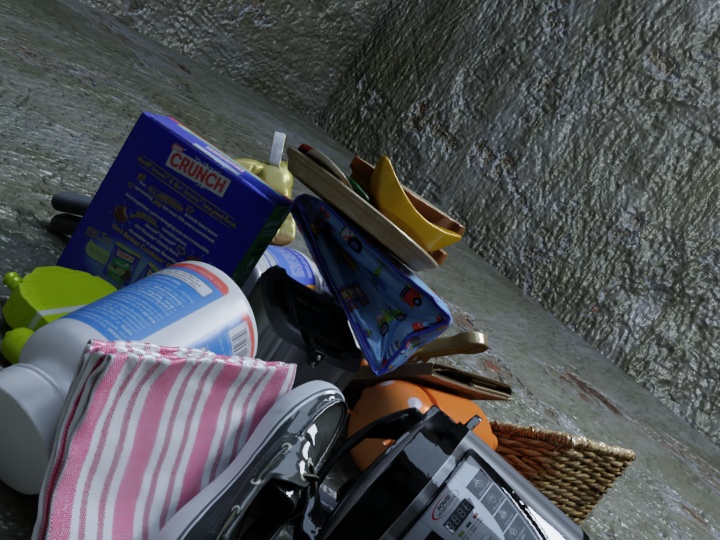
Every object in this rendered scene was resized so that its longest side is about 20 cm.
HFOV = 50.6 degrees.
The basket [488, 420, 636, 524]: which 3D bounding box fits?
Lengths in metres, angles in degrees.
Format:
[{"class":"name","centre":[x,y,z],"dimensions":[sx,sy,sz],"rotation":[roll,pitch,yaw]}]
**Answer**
[{"class":"basket","centre":[0.231,0.237,0.990],"dimensions":[0.200,0.149,0.143],"rotation":[21,19,-43]}]

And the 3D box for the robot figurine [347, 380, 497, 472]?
[{"class":"robot figurine","centre":[0.068,0.186,0.843],"dimensions":[0.200,0.117,0.144],"rotation":[22,49,-42]}]

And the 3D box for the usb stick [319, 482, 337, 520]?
[{"class":"usb stick","centre":[-0.050,0.201,0.685],"dimensions":[0.200,0.033,0.055],"rotation":[33,14,-3]}]

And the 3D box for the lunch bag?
[{"class":"lunch bag","centre":[0.000,0.000,0.779],"dimensions":[0.200,0.094,0.151],"rotation":[53,2,9]}]

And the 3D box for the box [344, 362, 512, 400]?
[{"class":"box","centre":[0.057,0.138,0.930],"dimensions":[0.200,0.021,0.163],"rotation":[-8,-21,42]}]

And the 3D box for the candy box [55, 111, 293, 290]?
[{"class":"candy box","centre":[-0.196,-0.036,0.804],"dimensions":[0.169,0.200,0.077],"rotation":[35,13,4]}]

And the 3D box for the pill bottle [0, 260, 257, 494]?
[{"class":"pill bottle","centre":[-0.178,0.075,0.567],"dimensions":[0.112,0.112,0.200],"rotation":[38,34,15]}]

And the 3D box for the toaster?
[{"class":"toaster","centre":[-0.078,0.093,0.786],"dimensions":[0.114,0.129,0.200],"rotation":[28,14,-22]}]

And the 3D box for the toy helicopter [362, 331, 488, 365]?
[{"class":"toy helicopter","centre":[0.079,0.114,1.045],"dimensions":[0.132,0.200,0.079],"rotation":[47,39,-55]}]

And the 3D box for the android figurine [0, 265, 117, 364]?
[{"class":"android figurine","centre":[-0.240,0.064,0.692],"dimensions":[0.200,0.041,0.182],"rotation":[40,15,11]}]

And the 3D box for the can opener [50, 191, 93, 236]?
[{"class":"can opener","centre":[-0.257,-0.052,0.886],"dimensions":[0.200,0.053,0.067],"rotation":[13,17,12]}]

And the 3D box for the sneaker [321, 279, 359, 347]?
[{"class":"sneaker","centre":[-0.031,0.046,0.970],"dimensions":[0.200,0.076,0.092],"rotation":[-58,136,-57]}]

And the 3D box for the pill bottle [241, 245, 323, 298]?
[{"class":"pill bottle","centre":[-0.120,0.023,0.973],"dimensions":[0.112,0.112,0.200],"rotation":[40,15,22]}]

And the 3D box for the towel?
[{"class":"towel","centre":[-0.123,0.128,0.529],"dimensions":[0.030,0.147,0.200],"rotation":[13,-2,37]}]

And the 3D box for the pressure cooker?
[{"class":"pressure cooker","centre":[0.052,0.210,0.587],"dimensions":[0.200,0.179,0.176],"rotation":[41,15,13]}]

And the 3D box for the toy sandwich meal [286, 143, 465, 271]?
[{"class":"toy sandwich meal","centre":[0.018,-0.071,0.744],"dimensions":[0.205,0.070,0.205],"rotation":[38,1,-1]}]

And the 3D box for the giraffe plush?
[{"class":"giraffe plush","centre":[-0.180,-0.120,1.295],"dimensions":[0.172,0.200,0.162],"rotation":[29,-15,-9]}]

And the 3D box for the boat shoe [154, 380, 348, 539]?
[{"class":"boat shoe","centre":[-0.063,0.158,0.553],"dimensions":[0.057,0.069,0.200],"rotation":[13,40,34]}]
